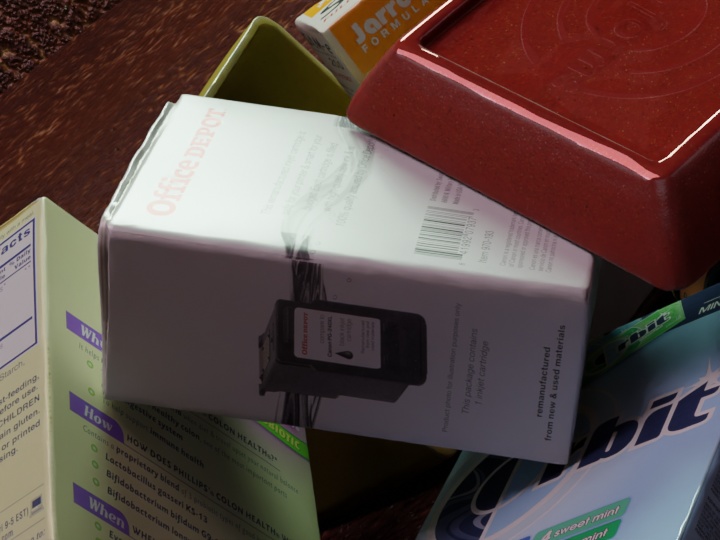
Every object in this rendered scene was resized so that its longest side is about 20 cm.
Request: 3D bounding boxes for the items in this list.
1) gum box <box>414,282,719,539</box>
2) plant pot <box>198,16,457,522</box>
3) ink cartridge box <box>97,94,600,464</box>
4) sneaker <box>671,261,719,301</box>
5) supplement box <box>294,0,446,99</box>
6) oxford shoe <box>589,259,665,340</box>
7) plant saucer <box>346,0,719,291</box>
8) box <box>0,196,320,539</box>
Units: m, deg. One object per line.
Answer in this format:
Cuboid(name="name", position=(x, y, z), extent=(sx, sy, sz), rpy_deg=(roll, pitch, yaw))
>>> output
Cuboid(name="gum box", position=(0.099, 0.090, 1.017), extent=(0.169, 0.045, 0.200), rpy_deg=(-27, 19, 37))
Cuboid(name="plant pot", position=(-0.059, 0.026, 1.303), extent=(0.176, 0.200, 0.200), rpy_deg=(-41, 12, 33))
Cuboid(name="ink cartridge box", position=(0.000, 0.000, 1.055), extent=(0.199, 0.084, 0.145), rpy_deg=(8, 27, 6))
Cuboid(name="sneaker", position=(0.221, -0.040, 1.093), extent=(0.199, 0.070, 0.090), rpy_deg=(-31, 39, 12))
Cuboid(name="supplement box", position=(0.078, -0.084, 1.255), extent=(0.126, 0.200, 0.074), rpy_deg=(-40, 16, -2))
Cuboid(name="oxford shoe", position=(0.123, 0.001, 1.207), extent=(0.200, 0.072, 0.071), rpy_deg=(-40, -19, 17))
Cuboid(name="plant saucer", position=(0.122, -0.099, 1.053), extent=(0.199, 0.037, 0.200), rpy_deg=(-40, 48, -22))
Cuboid(name="box", position=(-0.107, 0.103, 1.077), extent=(0.096, 0.176, 0.201), rpy_deg=(-34, 41, 24))
